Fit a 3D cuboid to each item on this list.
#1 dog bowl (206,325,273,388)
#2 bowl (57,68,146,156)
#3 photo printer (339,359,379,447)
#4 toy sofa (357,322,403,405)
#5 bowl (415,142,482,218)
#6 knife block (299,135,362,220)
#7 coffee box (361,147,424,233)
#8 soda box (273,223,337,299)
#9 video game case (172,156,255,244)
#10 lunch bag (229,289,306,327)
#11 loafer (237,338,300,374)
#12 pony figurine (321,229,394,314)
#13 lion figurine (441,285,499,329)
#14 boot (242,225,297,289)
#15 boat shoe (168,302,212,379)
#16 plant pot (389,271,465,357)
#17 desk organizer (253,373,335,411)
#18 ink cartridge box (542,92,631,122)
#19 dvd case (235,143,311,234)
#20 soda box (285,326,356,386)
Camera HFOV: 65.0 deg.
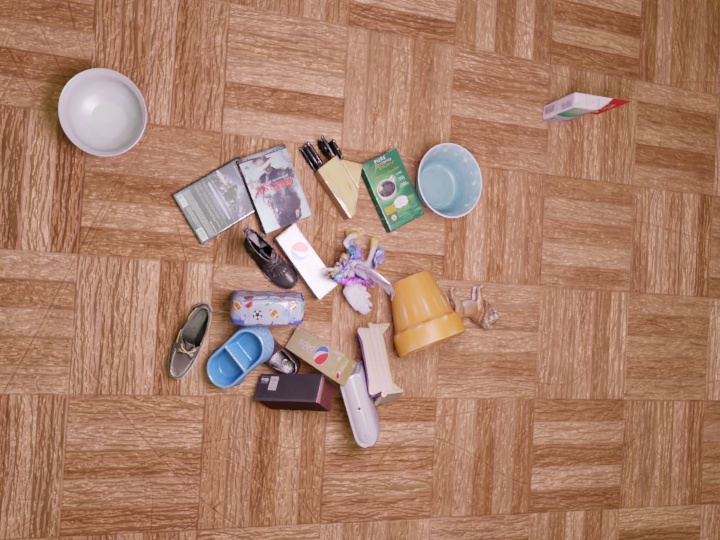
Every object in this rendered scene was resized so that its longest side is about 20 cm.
[{"bbox_3d":[-0.308,0.217,1.426,0.199,0.050,0.112,-41,89,11],"label":"dog bowl"},{"bbox_3d":[-0.615,-0.371,1.366,0.195,0.090,0.208,0,90,-16],"label":"bowl"},{"bbox_3d":[0.000,0.354,1.491,0.068,0.166,0.206,-16,95,4],"label":"photo printer"},{"bbox_3d":[0.042,0.247,1.504,0.095,0.083,0.205,-4,64,-17],"label":"toy sofa"},{"bbox_3d":[0.231,-0.244,1.586,0.195,0.105,0.207,1,88,-19],"label":"bowl"},{"bbox_3d":[-0.088,-0.252,1.523,0.170,0.064,0.206,9,88,-14],"label":"knife block"},{"bbox_3d":[0.087,-0.224,1.581,0.121,0.044,0.204,-28,97,-14],"label":"coffee box"},{"bbox_3d":[-0.147,-0.023,1.505,0.068,0.064,0.202,-37,98,-12],"label":"soda box"},{"bbox_3d":[-0.365,-0.182,1.470,0.198,0.019,0.145,-33,98,-14],"label":"video game case"},{"bbox_3d":[-0.232,0.092,1.435,0.194,0.160,0.078,4,96,-11],"label":"lunch bag"},{"bbox_3d":[-0.236,0.210,1.474,0.197,0.071,0.074,31,82,-13],"label":"loafer"},{"bbox_3d":[0.000,0.000,1.495,0.192,0.166,0.202,38,46,-12],"label":"pony figurine"},{"bbox_3d":[0.306,0.108,1.615,0.195,0.072,0.127,0,88,-23],"label":"lion figurine"},{"bbox_3d":[-0.228,-0.027,1.425,0.200,0.174,0.070,44,80,-10],"label":"boot"},{"bbox_3d":[-0.432,0.178,1.426,0.071,0.060,0.206,24,83,-13],"label":"boat shoe"},{"bbox_3d":[0.162,0.113,1.534,0.195,0.200,0.188,-18,78,-14],"label":"plant pot"},{"bbox_3d":[-0.168,0.314,1.449,0.077,0.195,0.073,49,45,-48],"label":"desk organizer"},{"bbox_3d":[0.671,-0.476,1.683,0.194,0.161,0.052,5,90,-15],"label":"ink cartridge box"},{"bbox_3d":[-0.227,-0.216,1.496,0.143,0.022,0.205,-23,94,-24],"label":"dvd case"},{"bbox_3d":[-0.103,0.216,1.445,0.064,0.198,0.069,40,78,-45],"label":"soda box"}]
